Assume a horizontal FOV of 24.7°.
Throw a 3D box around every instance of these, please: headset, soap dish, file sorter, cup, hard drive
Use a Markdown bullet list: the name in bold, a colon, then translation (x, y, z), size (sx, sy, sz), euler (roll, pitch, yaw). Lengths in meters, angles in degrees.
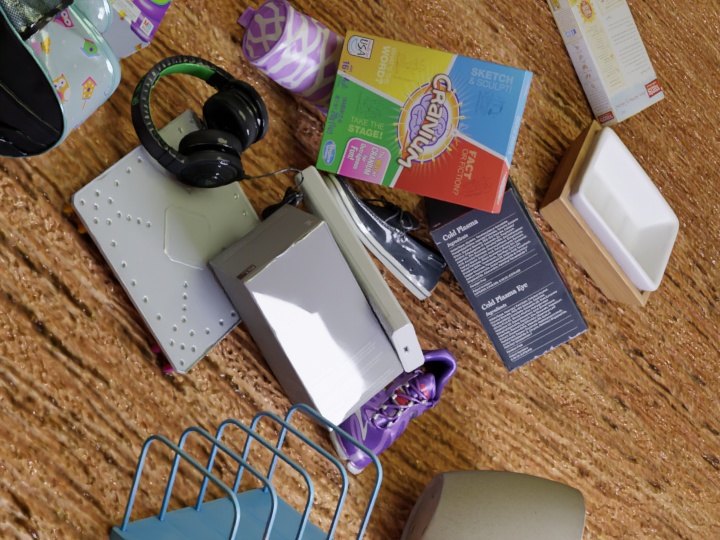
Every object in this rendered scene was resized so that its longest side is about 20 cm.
- **headset**: translation (-0.142, -0.124, 1.635), size (0.200, 0.094, 0.124), euler (36, 54, -14)
- **soap dish**: translation (0.322, -0.070, 2.136), size (0.200, 0.081, 0.158), euler (49, 46, -24)
- **file sorter**: translation (-0.099, 0.210, 1.495), size (0.199, 0.139, 0.123), euler (-8, 122, -48)
- **cup**: translation (0.125, 0.289, 1.727), size (0.143, 0.200, 0.201), euler (28, 52, -7)
- **hard drive**: translation (0.000, 0.000, 1.689), size (0.200, 0.026, 0.132), euler (58, -4, 22)

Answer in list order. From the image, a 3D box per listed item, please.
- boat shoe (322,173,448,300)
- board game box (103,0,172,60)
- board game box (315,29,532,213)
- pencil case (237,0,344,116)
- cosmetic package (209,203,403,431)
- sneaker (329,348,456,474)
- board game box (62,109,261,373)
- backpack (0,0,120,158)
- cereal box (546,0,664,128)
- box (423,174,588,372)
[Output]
- **boat shoe**: translation (0.028, -0.047, 1.801), size (0.200, 0.062, 0.075), euler (44, 3, -33)
- **board game box**: translation (-0.234, -0.305, 1.597), size (0.103, 0.105, 0.201), euler (43, 49, -29)
- **board game box**: translation (0.066, -0.157, 1.727), size (0.040, 0.199, 0.154), euler (-10, 114, -75)
- **pencil case**: translation (-0.039, -0.220, 1.800), size (0.200, 0.084, 0.086), euler (33, 15, -38)
- **cosmetic package**: translation (-0.052, 0.046, 1.627), size (0.107, 0.090, 0.201), euler (-36, 118, -18)
- **sneaker**: translation (0.035, 0.136, 1.743), size (0.081, 0.083, 0.200), euler (58, 44, -14)
- **board game box**: translation (-0.178, -0.029, 1.616), size (0.201, 0.026, 0.200), euler (60, 42, -14)
- **backpack**: translation (-0.305, -0.205, 1.431), size (0.153, 0.175, 0.201), euler (-44, 113, -42)
- **cereal box**: translation (0.340, -0.308, 2.276), size (0.144, 0.039, 0.201), euler (-27, 97, -49)
- **box**: translation (0.160, -0.012, 1.851), size (0.183, 0.104, 0.200), euler (59, 7, -13)
